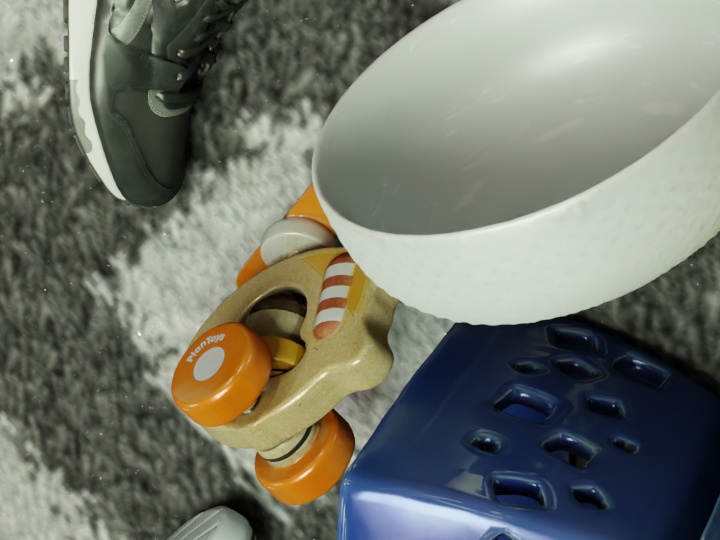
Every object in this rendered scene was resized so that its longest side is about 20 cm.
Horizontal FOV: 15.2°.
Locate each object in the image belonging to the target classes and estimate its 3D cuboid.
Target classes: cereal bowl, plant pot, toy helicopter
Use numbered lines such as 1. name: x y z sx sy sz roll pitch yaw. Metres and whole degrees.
1. cereal bowl: 0.084 -0.045 1.087 0.199 0.200 0.084 -9 123 28
2. plant pot: 0.101 0.147 1.158 0.179 0.200 0.201 9 114 16
3. toy helicopter: 0.000 0.000 1.204 0.200 0.133 0.079 -38 123 11

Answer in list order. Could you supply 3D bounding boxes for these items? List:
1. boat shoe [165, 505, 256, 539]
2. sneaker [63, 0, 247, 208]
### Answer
1. boat shoe: -0.095 0.189 1.349 0.071 0.072 0.200 38 133 -4
2. sneaker: -0.083 -0.121 1.203 0.087 0.076 0.201 4 113 18
